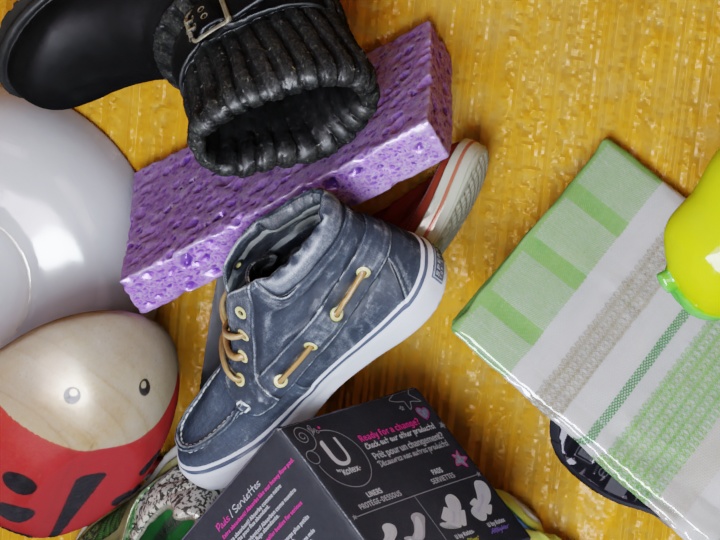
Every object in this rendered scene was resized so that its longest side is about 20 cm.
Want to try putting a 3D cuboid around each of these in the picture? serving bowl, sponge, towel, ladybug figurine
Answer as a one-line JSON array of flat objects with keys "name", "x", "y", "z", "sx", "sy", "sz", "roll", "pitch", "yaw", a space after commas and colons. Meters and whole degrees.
[{"name": "serving bowl", "x": -0.217, "y": -0.001, "z": 1.590, "sx": 0.199, "sy": 0.066, "sz": 0.201, "roll": 4, "pitch": 106, "yaw": 14}, {"name": "sponge", "x": -0.041, "y": -0.056, "z": 1.506, "sx": 0.199, "sy": 0.112, "sz": 0.030, "roll": -26, "pitch": 120, "yaw": 19}, {"name": "towel", "x": 0.165, "y": 0.044, "z": 1.494, "sx": 0.200, "sy": 0.031, "sz": 0.149, "roll": 41, "pitch": 72, "yaw": 3}, {"name": "ladybug figurine", "x": -0.165, "y": 0.093, "z": 1.545, "sx": 0.200, "sy": 0.135, "sz": 0.072, "roll": 121, "pitch": 135, "yaw": -56}]

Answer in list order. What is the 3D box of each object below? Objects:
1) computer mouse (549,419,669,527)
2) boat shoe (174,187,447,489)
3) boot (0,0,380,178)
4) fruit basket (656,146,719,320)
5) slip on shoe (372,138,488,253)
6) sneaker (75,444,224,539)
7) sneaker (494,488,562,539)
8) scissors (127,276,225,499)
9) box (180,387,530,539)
[{"name": "computer mouse", "x": 0.184, "y": 0.140, "z": 1.537, "sx": 0.199, "sy": 0.046, "sz": 0.141, "roll": 24, "pitch": 100, "yaw": -4}, {"name": "boat shoe", "x": -0.052, "y": 0.033, "z": 1.473, "sx": 0.091, "sy": 0.071, "sz": 0.200, "roll": 31, "pitch": 120, "yaw": -31}, {"name": "boot", "x": -0.098, "y": -0.106, "z": 1.480, "sx": 0.210, "sy": 0.079, "sz": 0.158, "roll": -29, "pitch": 55, "yaw": 19}, {"name": "fruit basket", "x": 0.251, "y": -0.045, "z": 1.387, "sx": 0.155, "sy": 0.216, "sz": 0.216, "roll": 27, "pitch": 109, "yaw": 5}, {"name": "slip on shoe", "x": 0.000, "y": 0.000, "z": 1.535, "sx": 0.061, "sy": 0.074, "sz": 0.200, "roll": 42, "pitch": 115, "yaw": 3}, {"name": "sneaker", "x": -0.129, "y": 0.168, "z": 1.586, "sx": 0.077, "sy": 0.089, "sz": 0.200, "roll": 40, "pitch": 125, "yaw": 1}, {"name": "sneaker", "x": 0.087, "y": 0.186, "z": 1.542, "sx": 0.199, "sy": 0.105, "sz": 0.076, "roll": 29, "pitch": 109, "yaw": 5}, {"name": "scissors", "x": -0.081, "y": 0.086, "z": 1.587, "sx": 0.073, "sy": 0.014, "sz": 0.201, "roll": 31, "pitch": 122, "yaw": 10}, {"name": "box", "x": -0.029, "y": 0.174, "z": 1.510, "sx": 0.115, "sy": 0.132, "sz": 0.200, "roll": 52, "pitch": 124, "yaw": 17}]
